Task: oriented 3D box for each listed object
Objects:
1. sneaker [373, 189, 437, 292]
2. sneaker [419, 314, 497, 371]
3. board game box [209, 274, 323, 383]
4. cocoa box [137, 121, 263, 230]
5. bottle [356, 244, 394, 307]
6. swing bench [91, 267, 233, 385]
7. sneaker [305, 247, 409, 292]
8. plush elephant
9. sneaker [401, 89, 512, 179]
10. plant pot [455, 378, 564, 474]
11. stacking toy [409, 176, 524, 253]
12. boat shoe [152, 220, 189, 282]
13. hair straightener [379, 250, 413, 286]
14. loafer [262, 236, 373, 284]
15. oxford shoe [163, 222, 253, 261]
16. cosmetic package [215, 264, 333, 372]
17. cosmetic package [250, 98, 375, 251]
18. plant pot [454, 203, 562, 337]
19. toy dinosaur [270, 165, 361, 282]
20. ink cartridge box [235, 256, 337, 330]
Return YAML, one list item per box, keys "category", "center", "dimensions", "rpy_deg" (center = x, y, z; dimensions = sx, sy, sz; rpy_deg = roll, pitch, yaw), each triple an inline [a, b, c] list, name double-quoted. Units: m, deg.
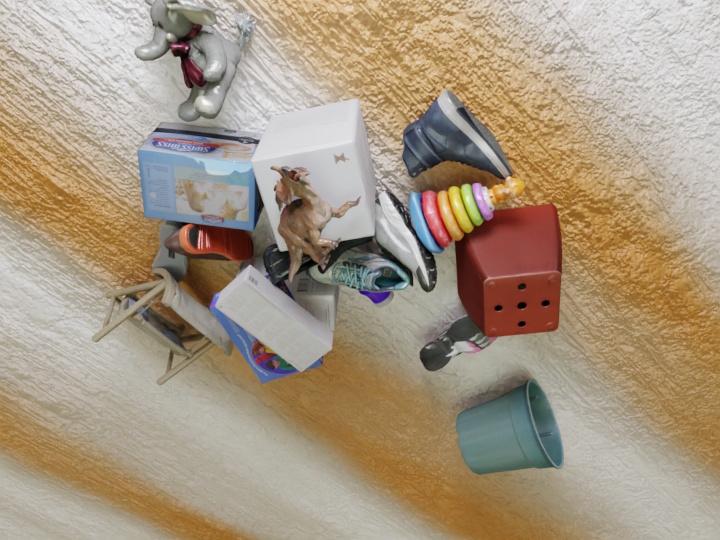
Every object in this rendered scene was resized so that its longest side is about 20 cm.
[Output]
- category: "sneaker"
  center: [0.074, -0.045, 1.042]
  dimensions: [0.079, 0.074, 0.201]
  rpy_deg: [-35, 78, 19]
- category: "sneaker"
  center: [0.216, 0.138, 1.224]
  dimensions: [0.199, 0.086, 0.081]
  rpy_deg: [-30, 90, 32]
- category: "board game box"
  center: [-0.170, 0.111, 1.065]
  dimensions: [0.133, 0.045, 0.201]
  rpy_deg: [-18, 121, 13]
- category: "cocoa box"
  center: [-0.271, -0.167, 1.008]
  dimensions: [0.197, 0.132, 0.135]
  rpy_deg: [7, 124, -2]
- category: "bottle"
  center: [-0.003, -0.011, 1.131]
  dimensions: [0.065, 0.084, 0.201]
  rpy_deg: [-21, 122, 29]
- category: "swing bench"
  center: [-0.397, 0.109, 1.182]
  dimensions: [0.198, 0.131, 0.199]
  rpy_deg: [-24, 132, 15]
- category: "sneaker"
  center: [0.000, 0.000, 1.040]
  dimensions: [0.197, 0.086, 0.079]
  rpy_deg: [2, 111, -17]
- category: "plush elephant"
  center: [-0.267, -0.347, 0.876]
  dimensions: [0.154, 0.164, 0.201]
  rpy_deg: [28, 93, -31]
- category: "sneaker"
  center: [0.161, -0.200, 1.005]
  dimensions: [0.202, 0.077, 0.146]
  rpy_deg: [37, 122, -25]
- category: "plant pot"
  center: [0.339, 0.377, 1.325]
  dimensions: [0.195, 0.201, 0.201]
  rpy_deg: [-24, 120, 27]
- category: "stacking toy"
  center: [0.196, -0.116, 1.018]
  dimensions: [0.198, 0.110, 0.117]
  rpy_deg: [-22, 84, 20]
- category: "boat shoe"
  center: [-0.366, -0.045, 1.133]
  dimensions: [0.068, 0.057, 0.200]
  rpy_deg: [21, 141, -10]
- category: "hair straightener"
  center: [0.070, -0.050, 1.128]
  dimensions: [0.076, 0.041, 0.201]
  rpy_deg: [-19, 121, 14]
- category: "loafer"
  center: [-0.068, -0.028, 0.990]
  dimensions: [0.198, 0.071, 0.068]
  rpy_deg: [-17, 166, -8]
- category: "oxford shoe"
  center: [-0.280, -0.052, 1.081]
  dimensions: [0.072, 0.072, 0.199]
  rpy_deg: [-10, 169, 28]
- category: "cosmetic package"
  center: [-0.145, 0.086, 0.990]
  dimensions: [0.082, 0.051, 0.200]
  rpy_deg: [-38, 114, 21]
- category: "cosmetic package"
  center: [-0.067, -0.165, 0.961]
  dimensions: [0.164, 0.201, 0.169]
  rpy_deg: [-9, 123, 8]
- category: "plant pot"
  center: [0.289, 0.013, 1.081]
  dimensions: [0.197, 0.177, 0.202]
  rpy_deg: [-6, 123, 6]
- category: "toy dinosaur"
  center: [-0.090, -0.078, 0.853]
  dimensions: [0.134, 0.086, 0.201]
  rpy_deg: [28, 132, -7]
- category: "ink cartridge box"
  center: [-0.144, 0.042, 1.134]
  dimensions: [0.197, 0.146, 0.088]
  rpy_deg: [1, 124, 1]
